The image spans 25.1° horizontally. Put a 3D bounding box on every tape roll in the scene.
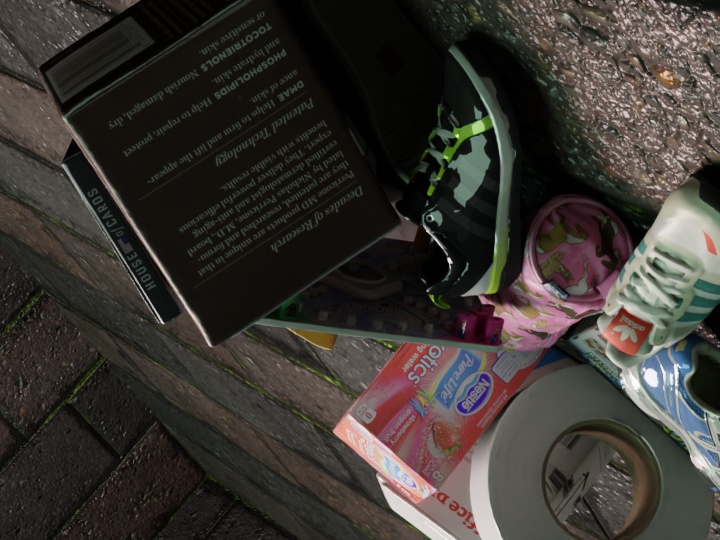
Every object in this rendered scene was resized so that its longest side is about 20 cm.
[{"bbox_3d":[0.196,0.183,1.367,0.202,0.203,0.071,41,164,2],"label":"tape roll"}]

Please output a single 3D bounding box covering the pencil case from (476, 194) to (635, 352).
[{"bbox_3d":[0.144,0.007,1.240,0.082,0.087,0.200,12,166,-7],"label":"pencil case"}]

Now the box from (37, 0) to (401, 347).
[{"bbox_3d":[-0.104,-0.091,1.151,0.201,0.163,0.166,59,174,-25],"label":"box"}]

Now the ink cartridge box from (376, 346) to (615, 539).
[{"bbox_3d":[0.133,0.168,1.474,0.145,0.200,0.085,34,163,24],"label":"ink cartridge box"}]

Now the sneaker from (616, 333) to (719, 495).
[{"bbox_3d":[0.278,0.116,1.193,0.199,0.076,0.077,37,160,-17],"label":"sneaker"}]

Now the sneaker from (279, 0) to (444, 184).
[{"bbox_3d":[0.002,-0.152,1.192,0.201,0.075,0.106,60,163,-25],"label":"sneaker"}]

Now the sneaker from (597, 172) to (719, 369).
[{"bbox_3d":[0.206,0.013,1.076,0.070,0.094,0.200,38,164,11],"label":"sneaker"}]

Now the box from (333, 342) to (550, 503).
[{"bbox_3d":[0.080,0.089,1.388,0.102,0.200,0.095,39,163,2],"label":"box"}]

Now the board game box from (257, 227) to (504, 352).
[{"bbox_3d":[0.000,0.000,1.275,0.198,0.026,0.200,8,-159,-13],"label":"board game box"}]

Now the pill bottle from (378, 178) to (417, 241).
[{"bbox_3d":[-0.050,-0.057,1.477,0.199,0.112,0.113,30,161,35],"label":"pill bottle"}]

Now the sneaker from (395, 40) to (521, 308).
[{"bbox_3d":[0.065,-0.059,1.130,0.072,0.082,0.202,-121,20,-58],"label":"sneaker"}]

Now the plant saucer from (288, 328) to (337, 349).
[{"bbox_3d":[-0.089,-0.025,1.596,0.199,0.049,0.200,32,-158,-5],"label":"plant saucer"}]

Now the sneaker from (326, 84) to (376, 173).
[{"bbox_3d":[-0.062,-0.092,1.328,0.146,0.081,0.200,30,128,-16],"label":"sneaker"}]

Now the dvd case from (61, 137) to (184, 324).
[{"bbox_3d":[-0.185,-0.055,1.315,0.151,0.025,0.200,60,-174,-18],"label":"dvd case"}]

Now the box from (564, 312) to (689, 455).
[{"bbox_3d":[0.262,0.104,1.297,0.200,0.035,0.110,43,165,-3],"label":"box"}]
